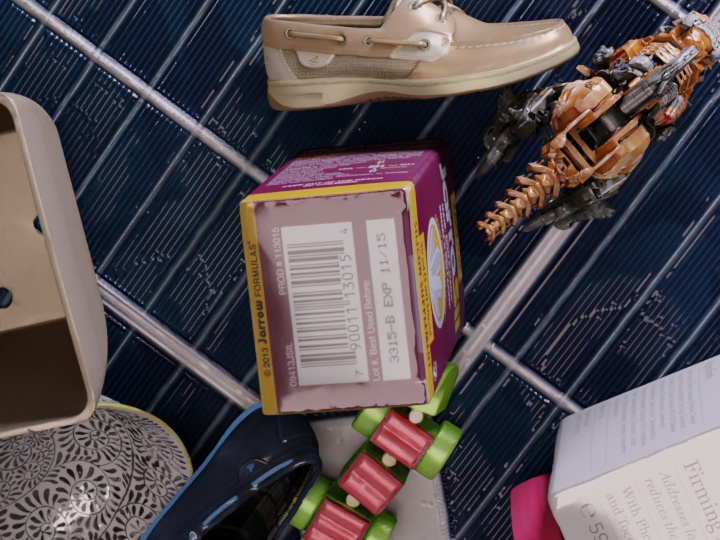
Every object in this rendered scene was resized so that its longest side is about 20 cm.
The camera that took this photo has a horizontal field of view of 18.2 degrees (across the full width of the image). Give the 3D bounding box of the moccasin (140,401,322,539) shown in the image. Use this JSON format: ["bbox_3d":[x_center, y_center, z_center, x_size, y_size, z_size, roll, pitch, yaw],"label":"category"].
[{"bbox_3d":[-0.093,0.176,1.455,0.080,0.068,0.201,12,116,-36],"label":"moccasin"}]

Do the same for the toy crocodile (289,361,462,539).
[{"bbox_3d":[0.006,0.138,1.457,0.067,0.062,0.200,34,105,1],"label":"toy crocodile"}]

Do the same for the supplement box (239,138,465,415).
[{"bbox_3d":[0.000,0.000,1.356,0.103,0.200,0.132,-5,102,9],"label":"supplement box"}]

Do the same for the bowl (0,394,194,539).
[{"bbox_3d":[-0.217,0.143,1.459,0.201,0.200,0.094,-58,46,15],"label":"bowl"}]

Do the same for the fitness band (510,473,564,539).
[{"bbox_3d":[0.133,0.205,1.380,0.037,0.200,0.144,-21,102,6],"label":"fitness band"}]

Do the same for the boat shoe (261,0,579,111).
[{"bbox_3d":[0.034,-0.142,1.387,0.199,0.071,0.065,-6,102,11],"label":"boat shoe"}]

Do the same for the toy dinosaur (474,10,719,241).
[{"bbox_3d":[0.135,-0.088,1.345,0.199,0.136,0.103,-18,82,-29],"label":"toy dinosaur"}]

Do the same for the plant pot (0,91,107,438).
[{"bbox_3d":[-0.259,-0.006,1.407,0.199,0.177,0.201,-12,100,11],"label":"plant pot"}]

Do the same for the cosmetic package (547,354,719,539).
[{"bbox_3d":[0.238,0.149,1.369,0.199,0.166,0.168,-24,97,12],"label":"cosmetic package"}]
